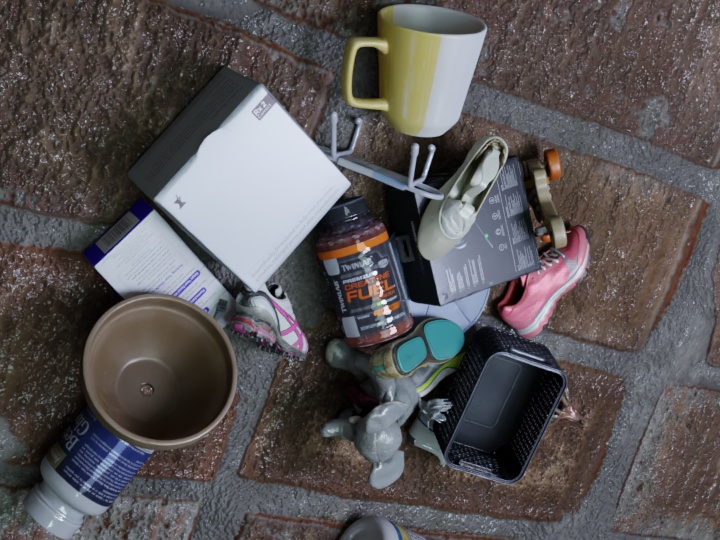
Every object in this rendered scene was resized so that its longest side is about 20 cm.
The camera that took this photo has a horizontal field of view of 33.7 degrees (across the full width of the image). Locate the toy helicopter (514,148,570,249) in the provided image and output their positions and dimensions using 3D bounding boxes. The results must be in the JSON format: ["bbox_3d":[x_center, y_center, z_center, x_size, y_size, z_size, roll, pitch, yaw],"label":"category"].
[{"bbox_3d":[0.273,-0.085,1.768,0.078,0.201,0.134,-10,120,1],"label":"toy helicopter"}]

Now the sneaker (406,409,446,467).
[{"bbox_3d":[0.153,0.283,1.920,0.199,0.073,0.071,34,106,-28],"label":"sneaker"}]

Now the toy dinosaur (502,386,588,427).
[{"bbox_3d":[0.262,0.212,1.904,0.198,0.135,0.087,-9,113,-25],"label":"toy dinosaur"}]

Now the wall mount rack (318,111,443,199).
[{"bbox_3d":[0.025,-0.159,1.593,0.198,0.174,0.075,21,102,9],"label":"wall mount rack"}]

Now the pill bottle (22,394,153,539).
[{"bbox_3d":[-0.357,0.255,1.595,0.201,0.111,0.111,-51,123,-3],"label":"pill bottle"}]

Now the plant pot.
[{"bbox_3d":[-0.265,0.139,1.524,0.198,0.093,0.203,11,62,-21],"label":"plant pot"}]

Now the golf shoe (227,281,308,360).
[{"bbox_3d":[-0.114,0.069,1.653,0.200,0.072,0.093,47,57,-66],"label":"golf shoe"}]

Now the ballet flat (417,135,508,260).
[{"bbox_3d":[0.145,-0.103,1.646,0.069,0.069,0.201,38,76,-34],"label":"ballet flat"}]

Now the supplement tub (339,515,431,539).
[{"bbox_3d":[0.065,0.488,1.895,0.199,0.144,0.146,31,93,-34],"label":"supplement tub"}]

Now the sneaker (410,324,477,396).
[{"bbox_3d":[0.101,0.131,1.834,0.199,0.074,0.082,-31,111,-22],"label":"sneaker"}]

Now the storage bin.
[{"bbox_3d":[0.208,0.204,1.799,0.134,0.094,0.202,18,108,-15],"label":"storage bin"}]

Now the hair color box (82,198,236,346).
[{"bbox_3d":[-0.261,0.015,1.587,0.109,0.065,0.201,-43,121,-8],"label":"hair color box"}]

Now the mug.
[{"bbox_3d":[0.070,-0.273,1.632,0.184,0.150,0.155,9,117,2],"label":"mug"}]

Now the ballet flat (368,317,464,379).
[{"bbox_3d":[0.078,0.113,1.722,0.199,0.070,0.072,-19,121,-55],"label":"ballet flat"}]

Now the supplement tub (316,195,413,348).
[{"bbox_3d":[0.000,0.000,1.685,0.106,0.107,0.203,-21,99,-20],"label":"supplement tub"}]

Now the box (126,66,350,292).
[{"bbox_3d":[-0.158,-0.120,1.553,0.199,0.131,0.200,-48,123,-4],"label":"box"}]

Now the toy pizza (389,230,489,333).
[{"bbox_3d":[0.110,0.010,1.793,0.198,0.032,0.203,-2,94,-27],"label":"toy pizza"}]

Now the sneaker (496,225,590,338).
[{"bbox_3d":[0.290,0.009,1.881,0.086,0.074,0.201,32,92,-32],"label":"sneaker"}]

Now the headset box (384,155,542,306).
[{"bbox_3d":[0.146,-0.057,1.737,0.198,0.092,0.176,-20,102,-25],"label":"headset box"}]

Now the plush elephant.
[{"bbox_3d":[0.015,0.217,1.717,0.155,0.198,0.167,-44,140,-55],"label":"plush elephant"}]
